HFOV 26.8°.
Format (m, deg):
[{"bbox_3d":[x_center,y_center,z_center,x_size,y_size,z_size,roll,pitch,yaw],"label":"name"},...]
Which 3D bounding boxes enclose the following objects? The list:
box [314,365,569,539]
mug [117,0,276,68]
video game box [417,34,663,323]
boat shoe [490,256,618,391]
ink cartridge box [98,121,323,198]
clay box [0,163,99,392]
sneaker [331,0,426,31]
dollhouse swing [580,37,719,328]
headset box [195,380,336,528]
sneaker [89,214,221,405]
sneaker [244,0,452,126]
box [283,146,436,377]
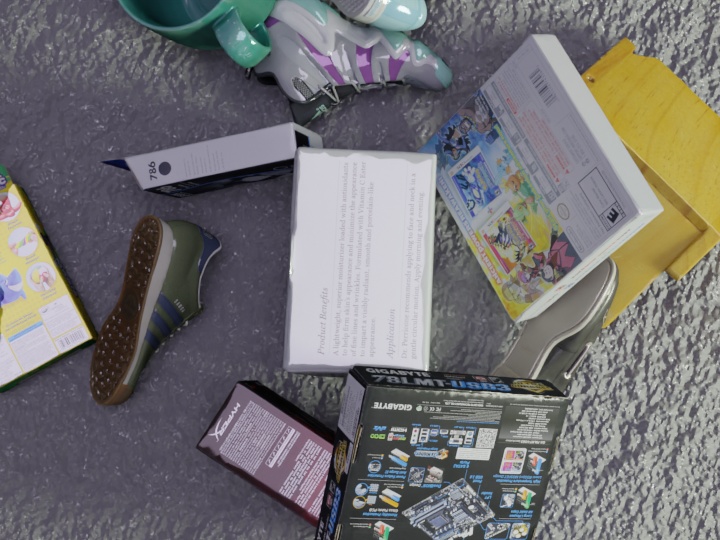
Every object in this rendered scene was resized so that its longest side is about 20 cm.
[{"bbox_3d":[0.068,0.189,1.320,0.199,0.050,0.200,5,108,-23],"label":"box"},{"bbox_3d":[-0.151,-0.277,1.469,0.151,0.114,0.187,-4,82,23],"label":"mug"},{"bbox_3d":[0.161,-0.084,1.404,0.182,0.047,0.201,-42,67,37],"label":"video game box"},{"bbox_3d":[0.187,0.072,1.456,0.201,0.057,0.067,-54,47,9],"label":"boat shoe"},{"bbox_3d":[-0.141,-0.101,1.455,0.199,0.099,0.040,-9,86,15],"label":"ink cartridge box"},{"bbox_3d":[-0.354,0.006,1.495,0.114,0.048,0.201,-27,84,-1],"label":"clay box"},{"bbox_3d":[0.009,-0.279,1.466,0.082,0.200,0.074,21,116,-29],"label":"sneaker"},{"bbox_3d":[0.252,-0.077,1.492,0.200,0.176,0.182,44,46,5],"label":"dollhouse swing"},{"bbox_3d":[-0.044,0.187,1.419,0.199,0.149,0.075,33,88,5],"label":"headset box"},{"bbox_3d":[-0.193,0.043,1.476,0.067,0.089,0.201,39,116,44],"label":"sneaker"},{"bbox_3d":[-0.019,-0.180,1.493,0.199,0.078,0.141,24,88,13],"label":"sneaker"},{"bbox_3d":[0.000,0.000,1.409,0.130,0.200,0.201,3,85,0],"label":"box"}]
